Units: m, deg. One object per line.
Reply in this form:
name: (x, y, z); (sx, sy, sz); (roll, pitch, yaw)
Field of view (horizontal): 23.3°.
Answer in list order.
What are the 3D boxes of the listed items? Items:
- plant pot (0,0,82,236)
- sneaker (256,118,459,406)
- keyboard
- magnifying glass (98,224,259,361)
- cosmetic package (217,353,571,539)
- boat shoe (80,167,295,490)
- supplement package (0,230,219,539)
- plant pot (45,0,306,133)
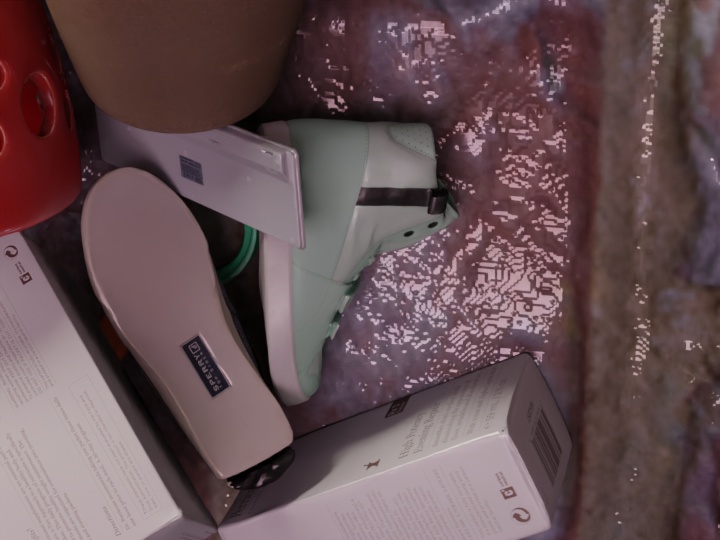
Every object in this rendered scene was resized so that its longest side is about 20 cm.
plant pot: (-0.264, -0.116, 0.961); (0.198, 0.201, 0.185); (-1, 110, 16)
sneaker: (0.000, 0.000, 1.012); (0.117, 0.074, 0.202); (-4, 132, -8)
keyboard: (-0.095, -0.064, 0.980); (0.199, 0.011, 0.057); (24, 132, 46)
magnifying glass: (-0.130, 0.010, 1.081); (0.079, 0.022, 0.200); (37, 119, -3)
cosmetic package: (0.022, 0.130, 1.050); (0.198, 0.102, 0.075); (-21, 107, 22)
boat shoe: (-0.110, 0.036, 1.036); (0.074, 0.093, 0.202); (-26, 95, -14)
supplement package: (-0.220, 0.119, 1.003); (0.199, 0.147, 0.192); (-32, 78, -3)
plant pot: (-0.094, -0.173, 0.909); (0.198, 0.201, 0.176); (11, 135, 10)
